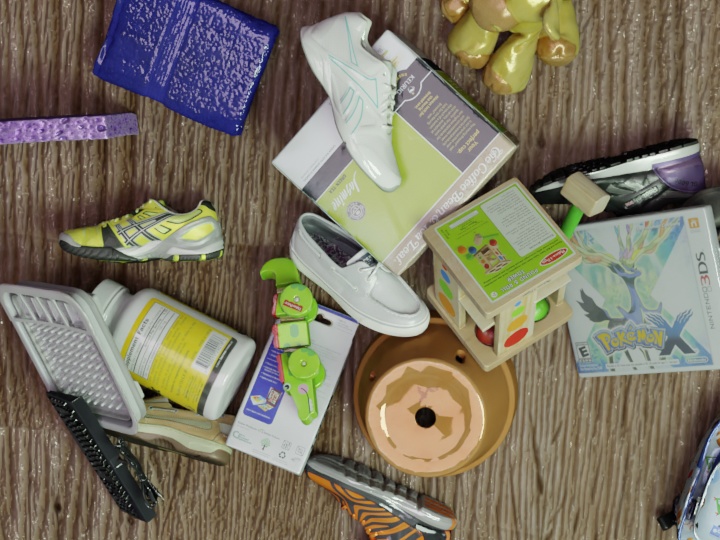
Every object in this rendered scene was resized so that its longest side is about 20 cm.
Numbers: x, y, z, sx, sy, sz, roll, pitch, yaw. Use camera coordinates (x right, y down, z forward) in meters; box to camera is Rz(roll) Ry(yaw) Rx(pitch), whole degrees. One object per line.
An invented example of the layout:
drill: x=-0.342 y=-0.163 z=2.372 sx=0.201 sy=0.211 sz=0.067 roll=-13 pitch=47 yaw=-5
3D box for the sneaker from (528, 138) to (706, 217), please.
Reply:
sneaker: x=0.295 y=-0.086 z=1.462 sx=0.199 sy=0.076 sz=0.088 roll=-12 pitch=101 yaw=10

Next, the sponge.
sponge: x=-0.379 y=-0.169 z=1.533 sx=0.199 sy=0.112 sz=0.030 roll=-2 pitch=99 yaw=9

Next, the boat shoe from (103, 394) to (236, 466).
boat shoe: x=-0.247 y=0.182 z=1.590 sx=0.199 sy=0.072 sz=0.076 roll=15 pitch=73 yaw=8

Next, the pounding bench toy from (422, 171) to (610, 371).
pounding bench toy: x=0.187 y=-0.008 z=1.434 sx=0.200 sy=0.156 sz=0.124 roll=-31 pitch=62 yaw=-12

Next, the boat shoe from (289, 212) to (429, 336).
boat shoe: x=0.000 y=0.000 z=1.492 sx=0.200 sy=0.072 sz=0.069 roll=41 pitch=146 yaw=25

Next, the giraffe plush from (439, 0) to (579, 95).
giraffe plush: x=0.178 y=-0.299 z=1.403 sx=0.173 sy=0.162 sz=0.200 roll=44 pitch=102 yaw=1

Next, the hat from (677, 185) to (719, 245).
hat: x=0.435 y=-0.001 z=1.447 sx=0.200 sy=0.081 sz=0.201 roll=1 pitch=91 yaw=22

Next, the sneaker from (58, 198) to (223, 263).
sneaker: x=-0.266 y=-0.048 z=1.558 sx=0.199 sy=0.075 sz=0.077 roll=-1 pitch=90 yaw=-2

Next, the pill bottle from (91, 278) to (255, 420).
pill bottle: x=-0.237 y=0.089 z=1.545 sx=0.200 sy=0.111 sz=0.112 roll=27 pitch=101 yaw=6

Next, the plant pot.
plant pot: x=0.081 y=0.156 z=1.491 sx=0.199 sy=0.140 sz=0.201 roll=1 pitch=98 yaw=9

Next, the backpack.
backpack: x=0.457 y=0.244 z=1.447 sx=0.199 sy=0.154 sz=0.191 roll=15 pitch=89 yaw=9

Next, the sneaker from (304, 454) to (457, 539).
sneaker: x=0.008 y=0.307 z=1.554 sx=0.200 sy=0.078 sz=0.112 roll=26 pitch=99 yaw=5

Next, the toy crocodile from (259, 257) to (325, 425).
toy crocodile: x=-0.078 y=0.082 z=1.504 sx=0.062 sy=0.068 sz=0.201 roll=-8 pitch=78 yaw=3

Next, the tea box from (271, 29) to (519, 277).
tea box: x=0.045 y=-0.134 z=1.461 sx=0.197 sy=0.134 sz=0.200 roll=43 pitch=102 yaw=2

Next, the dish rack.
dish rack: x=-0.331 y=0.094 z=1.503 sx=0.171 sy=0.044 sz=0.200 roll=5 pitch=125 yaw=42

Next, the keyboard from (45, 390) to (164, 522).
keyboard: x=-0.304 y=0.231 z=1.553 sx=0.127 sy=0.021 sz=0.200 roll=4 pitch=130 yaw=44

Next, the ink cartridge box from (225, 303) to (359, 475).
ink cartridge box: x=-0.080 y=0.137 z=1.547 sx=0.099 sy=0.039 sz=0.200 roll=22 pitch=82 yaw=5

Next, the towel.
towel: x=-0.207 y=-0.264 z=1.530 sx=0.200 sy=0.050 sz=0.148 roll=25 pitch=107 yaw=4

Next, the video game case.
video game case: x=0.319 y=0.027 z=1.448 sx=0.200 sy=0.022 sz=0.183 roll=-8 pitch=99 yaw=40

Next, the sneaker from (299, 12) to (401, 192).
sneaker: x=0.007 y=-0.181 z=1.359 sx=0.080 sy=0.070 sz=0.201 roll=-23 pitch=90 yaw=9
